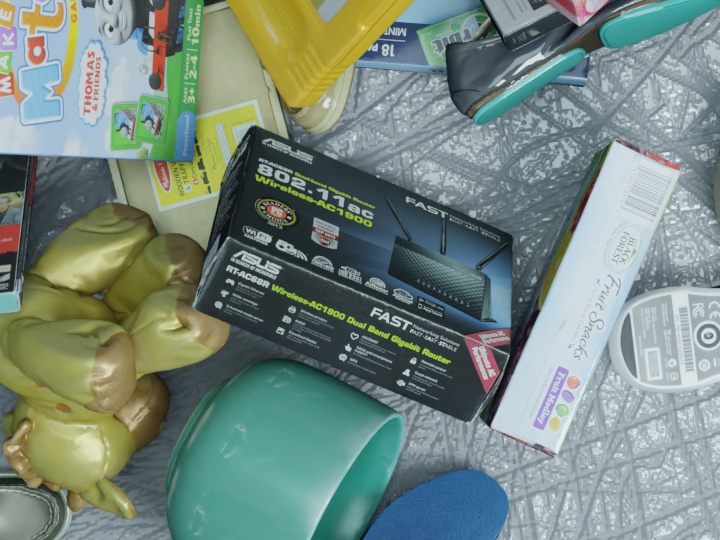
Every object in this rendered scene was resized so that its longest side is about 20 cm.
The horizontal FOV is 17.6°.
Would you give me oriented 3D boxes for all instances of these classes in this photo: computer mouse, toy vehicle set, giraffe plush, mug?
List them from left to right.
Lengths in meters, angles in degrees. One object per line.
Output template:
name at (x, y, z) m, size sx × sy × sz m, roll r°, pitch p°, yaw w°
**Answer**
giraffe plush at (-0.181, 0.076, 1.525) m, size 0.200 × 0.173 × 0.162 m, roll -15°, pitch 127°, yaw -7°
toy vehicle set at (-0.108, -0.076, 1.589) m, size 0.124 × 0.027 × 0.200 m, roll -14°, pitch 88°, yaw 2°
mug at (-0.064, 0.148, 1.518) m, size 0.114 × 0.152 × 0.185 m, roll 28°, pitch 92°, yaw 14°
computer mouse at (0.262, 0.036, 1.564) m, size 0.200 × 0.044 × 0.110 m, roll -5°, pitch 93°, yaw -3°

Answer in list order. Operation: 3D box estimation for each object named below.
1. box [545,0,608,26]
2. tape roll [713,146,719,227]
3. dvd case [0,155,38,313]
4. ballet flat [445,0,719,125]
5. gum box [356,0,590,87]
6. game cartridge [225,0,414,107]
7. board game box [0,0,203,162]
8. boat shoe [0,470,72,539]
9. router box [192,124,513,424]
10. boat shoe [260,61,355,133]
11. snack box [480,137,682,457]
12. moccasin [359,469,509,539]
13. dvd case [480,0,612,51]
box at (0.100, -0.262, 1.464) m, size 0.103 × 0.095 × 0.200 m, roll -41°, pitch 60°, yaw -9°
tape roll at (0.336, -0.057, 1.540) m, size 0.203 × 0.037 × 0.203 m, roll 0°, pitch 72°, yaw 0°
dvd case at (-0.287, -0.038, 1.531) m, size 0.146 × 0.200 × 0.022 m, roll -6°, pitch 132°, yaw 2°
ballet flat at (0.144, -0.167, 1.520) m, size 0.200 × 0.073 × 0.073 m, roll -26°, pitch 87°, yaw 5°
gum box at (0.078, -0.232, 1.577) m, size 0.170 × 0.045 × 0.200 m, roll 5°, pitch 89°, yaw 2°
game cartridge at (-0.022, -0.231, 1.463) m, size 0.200 × 0.032 × 0.176 m, roll -44°, pitch 67°, yaw 33°
board game box at (-0.177, -0.147, 1.482) m, size 0.037 × 0.200 × 0.151 m, roll 7°, pitch 95°, yaw 36°
boat shoe at (-0.296, 0.182, 1.572) m, size 0.201 × 0.060 × 0.072 m, roll -12°, pitch 88°, yaw 2°
router box at (0.000, 0.000, 1.499) m, size 0.200 × 0.150 × 0.062 m, roll 23°, pitch 120°, yaw -10°
boat shoe at (-0.048, -0.190, 1.558) m, size 0.063 × 0.073 × 0.200 m, roll 3°, pitch 74°, yaw -34°
snack box at (0.141, 0.018, 1.517) m, size 0.053 × 0.142 × 0.200 m, roll 24°, pitch 89°, yaw 2°
moccasin at (0.016, 0.208, 1.550) m, size 0.200 × 0.068 × 0.080 m, roll -38°, pitch 73°, yaw -22°
dvd case at (0.154, -0.244, 1.510) m, size 0.200 × 0.025 × 0.150 m, roll -27°, pitch 60°, yaw 1°
